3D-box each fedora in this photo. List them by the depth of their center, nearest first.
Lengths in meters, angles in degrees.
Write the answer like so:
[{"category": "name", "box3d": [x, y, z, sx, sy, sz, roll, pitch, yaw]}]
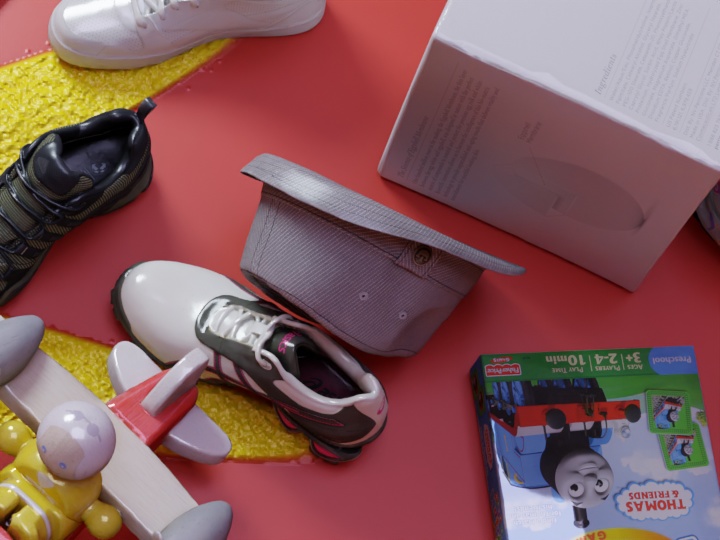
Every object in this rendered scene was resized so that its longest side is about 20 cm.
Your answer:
[{"category": "fedora", "box3d": [0.000, 0.000, 1.365, 0.200, 0.177, 0.090, 23, 91, -44]}]

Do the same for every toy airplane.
[{"category": "toy airplane", "box3d": [-0.162, 0.111, 1.276, 0.200, 0.141, 0.199, 3, 66, -9]}]

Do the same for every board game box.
[{"category": "board game box", "box3d": [0.160, 0.150, 1.388, 0.151, 0.037, 0.200, -2, 68, -12]}]

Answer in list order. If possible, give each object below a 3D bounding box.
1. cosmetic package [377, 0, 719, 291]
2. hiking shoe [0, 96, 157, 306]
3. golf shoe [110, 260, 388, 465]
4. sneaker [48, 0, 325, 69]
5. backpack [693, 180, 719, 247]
[{"category": "cosmetic package", "box3d": [0.138, -0.112, 1.407, 0.200, 0.199, 0.123, 24, 65, 0]}, {"category": "hiking shoe", "box3d": [-0.216, -0.046, 1.364, 0.076, 0.101, 0.200, 45, 66, 10]}, {"category": "golf shoe", "box3d": [-0.067, 0.043, 1.363, 0.200, 0.088, 0.077, 29, 66, 4]}, {"category": "sneaker", "box3d": [-0.114, -0.200, 1.444, 0.200, 0.116, 0.074, -13, 72, -15]}, {"category": "backpack", "box3d": [0.315, -0.093, 1.475, 0.167, 0.127, 0.200, 38, 68, 3]}]
